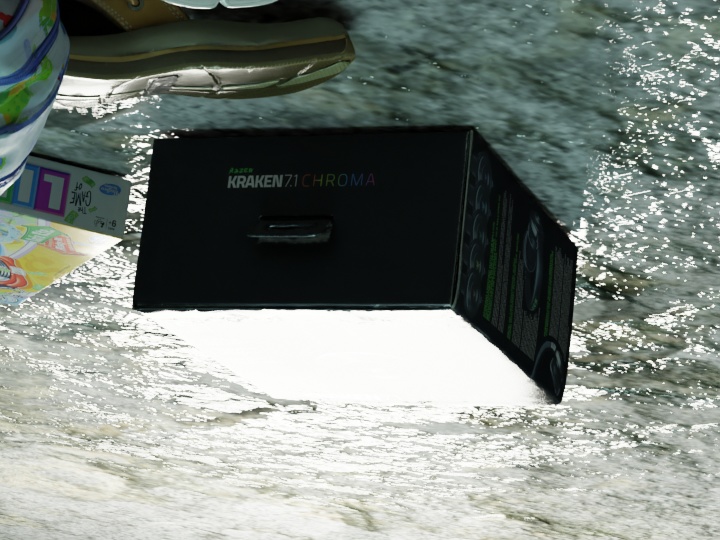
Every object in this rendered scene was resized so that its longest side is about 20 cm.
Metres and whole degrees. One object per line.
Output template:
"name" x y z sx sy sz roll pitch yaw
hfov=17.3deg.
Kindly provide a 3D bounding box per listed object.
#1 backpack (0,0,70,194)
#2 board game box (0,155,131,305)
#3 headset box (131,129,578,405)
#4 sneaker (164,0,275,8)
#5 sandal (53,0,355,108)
"backpack" -0.205 -0.088 0.840 0.200 0.163 0.154 36 120 -15
"board game box" -0.224 -0.027 1.317 0.134 0.034 0.200 13 164 -21
"headset box" 0.000 0.000 1.209 0.173 0.093 0.200 0 163 21
"sneaker" -0.105 -0.148 0.806 0.199 0.077 0.082 16 -171 -27
"sandal" -0.100 -0.100 0.980 0.199 0.054 0.080 -4 174 -18
